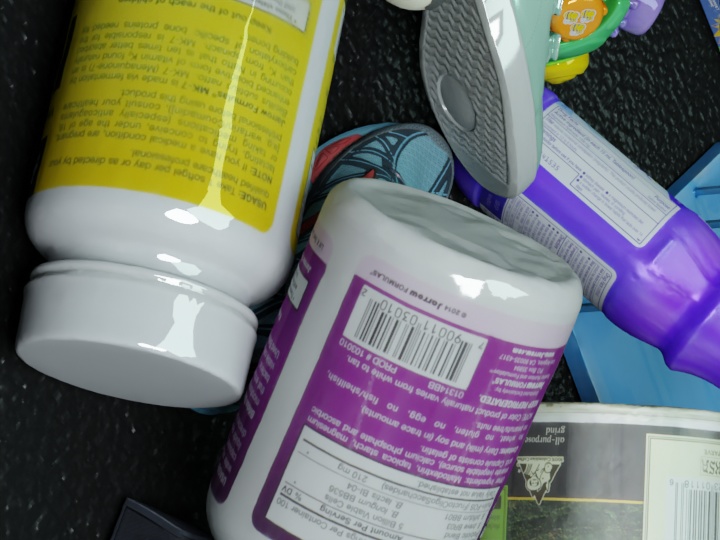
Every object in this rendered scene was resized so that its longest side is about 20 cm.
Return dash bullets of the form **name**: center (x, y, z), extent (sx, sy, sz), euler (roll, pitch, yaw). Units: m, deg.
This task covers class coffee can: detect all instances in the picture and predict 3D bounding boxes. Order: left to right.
- **coffee can**: center (0.121, 0.171, 1.124), extent (0.146, 0.146, 0.201), euler (12, 77, -47)

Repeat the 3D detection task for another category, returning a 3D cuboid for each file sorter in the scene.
- **file sorter**: center (0.222, 0.028, 1.267), extent (0.200, 0.122, 0.139), euler (-40, 115, -42)

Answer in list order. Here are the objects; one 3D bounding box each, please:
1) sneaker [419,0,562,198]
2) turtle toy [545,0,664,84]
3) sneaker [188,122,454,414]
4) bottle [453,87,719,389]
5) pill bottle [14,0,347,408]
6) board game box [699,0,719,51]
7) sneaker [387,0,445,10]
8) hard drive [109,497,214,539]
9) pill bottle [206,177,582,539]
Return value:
- **sneaker**: center (0.088, -0.137, 1.062), extent (0.118, 0.074, 0.201), euler (-24, 121, -27)
- **turtle toy**: center (0.113, -0.171, 1.174), extent (0.200, 0.101, 0.146), euler (-13, 97, -54)
- **sneaker**: center (0.000, 0.000, 1.040), extent (0.200, 0.095, 0.079), euler (-49, 122, -38)
- **bottle**: center (0.136, -0.009, 1.130), extent (0.065, 0.200, 0.084), euler (-47, 168, -8)
- **pill bottle**: center (-0.075, -0.052, 0.948), extent (0.114, 0.114, 0.201), euler (28, 66, -43)
- **board game box**: center (0.257, -0.229, 1.392), extent (0.200, 0.034, 0.136), euler (-47, 120, -39)
- **sneaker**: center (-0.035, -0.188, 0.998), extent (0.093, 0.070, 0.200), euler (-15, 64, -38)
- **hard drive**: center (-0.048, 0.198, 1.010), extent (0.200, 0.042, 0.135), euler (40, 59, -38)
- **pill bottle**: center (0.004, 0.073, 0.924), extent (0.112, 0.112, 0.200), euler (8, 109, -47)
